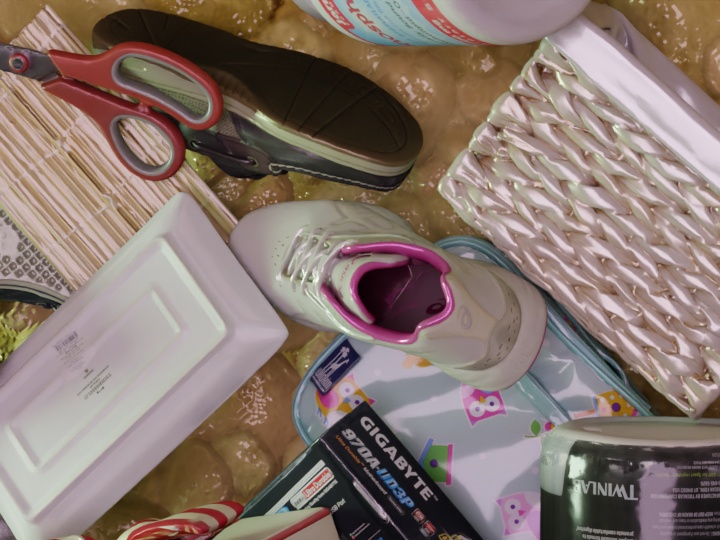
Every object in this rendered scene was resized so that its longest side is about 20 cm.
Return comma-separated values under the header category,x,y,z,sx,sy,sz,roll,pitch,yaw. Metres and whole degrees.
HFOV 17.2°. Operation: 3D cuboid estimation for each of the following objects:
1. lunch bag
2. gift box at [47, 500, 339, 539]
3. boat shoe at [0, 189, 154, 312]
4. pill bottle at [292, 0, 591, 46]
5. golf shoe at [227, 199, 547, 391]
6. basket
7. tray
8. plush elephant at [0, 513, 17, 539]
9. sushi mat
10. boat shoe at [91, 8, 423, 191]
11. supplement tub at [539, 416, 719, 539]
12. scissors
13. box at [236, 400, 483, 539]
category,x,y,z,sx,sy,sz,roll,pitch,yaw
lunch bag,0.070,0.082,1.292,0.160,0.077,0.200,-45,84,10
gift box,-0.104,0.222,1.203,0.184,0.200,0.188,-15,95,37
boat shoe,-0.172,-0.012,1.347,0.199,0.062,0.075,6,91,-1
pill bottle,0.033,-0.170,1.223,0.108,0.200,0.110,-2,95,-27
golf shoe,0.000,0.000,1.226,0.199,0.091,0.076,17,86,36
basket,0.152,-0.032,1.245,0.200,0.136,0.123,43,103,7
tray,-0.139,0.059,1.284,0.200,0.022,0.108,-43,69,15
plush elephant,-0.229,0.218,1.318,0.199,0.155,0.165,-33,86,10
sushi mat,-0.141,-0.040,1.309,0.096,0.012,0.200,-41,93,1
boat shoe,-0.060,-0.085,1.318,0.200,0.072,0.066,22,130,15
supplement tub,0.149,0.177,1.187,0.122,0.123,0.201,1,94,11
scissors,-0.170,-0.116,1.283,0.199,0.014,0.073,28,116,1
box,-0.011,0.188,1.283,0.159,0.046,0.200,49,131,5
